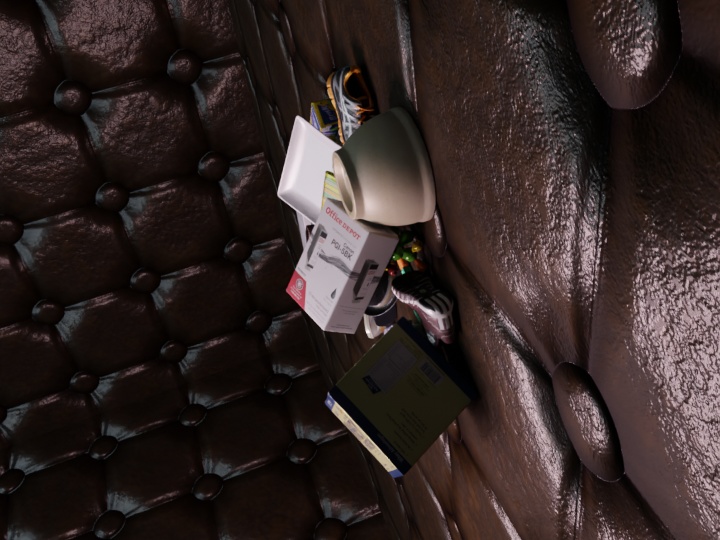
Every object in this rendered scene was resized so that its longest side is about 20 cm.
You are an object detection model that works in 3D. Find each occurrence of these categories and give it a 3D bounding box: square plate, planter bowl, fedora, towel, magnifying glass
[{"bbox_3d":[-0.077,-0.186,1.541,0.197,0.028,0.202,38,130,22],"label":"square plate"},{"bbox_3d":[0.030,-0.163,1.287,0.200,0.133,0.203,161,90,-80],"label":"planter bowl"},{"bbox_3d":[0.000,0.000,1.613,0.199,0.091,0.205,4,96,43],"label":"fedora"},{"bbox_3d":[-0.050,-0.099,1.531,0.086,0.018,0.203,33,130,32],"label":"towel"},{"bbox_3d":[0.098,0.014,1.534,0.080,0.022,0.203,102,150,-70],"label":"magnifying glass"}]

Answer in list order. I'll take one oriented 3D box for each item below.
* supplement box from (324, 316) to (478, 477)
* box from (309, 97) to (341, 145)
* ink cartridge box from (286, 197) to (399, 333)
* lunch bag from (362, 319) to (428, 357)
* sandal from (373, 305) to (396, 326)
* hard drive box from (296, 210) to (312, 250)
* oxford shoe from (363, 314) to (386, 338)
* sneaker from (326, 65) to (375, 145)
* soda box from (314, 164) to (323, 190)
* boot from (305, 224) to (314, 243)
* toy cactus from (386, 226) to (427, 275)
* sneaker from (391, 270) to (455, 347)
[{"bbox_3d":[0.070,0.236,1.387,0.200,0.200,0.134,45,165,9],"label":"supplement box"},{"bbox_3d":[-0.082,-0.335,1.791,0.200,0.063,0.071,114,137,-74],"label":"box"},{"bbox_3d":[-0.036,-0.010,1.371,0.147,0.082,0.202,40,112,42],"label":"ink cartridge box"},{"bbox_3d":[0.104,0.217,1.554,0.203,0.137,0.168,69,154,14],"label":"lunch bag"},{"bbox_3d":[0.052,0.067,1.742,0.201,0.075,0.043,68,177,-48],"label":"sandal"},{"bbox_3d":[-0.072,-0.123,1.839,0.202,0.154,0.077,82,164,-46],"label":"hard drive box"},{"bbox_3d":[0.035,0.071,1.884,0.075,0.057,0.203,53,-153,-62],"label":"oxford shoe"},{"bbox_3d":[-0.002,-0.293,1.423,0.077,0.078,0.203,-21,94,60],"label":"sneaker"},{"bbox_3d":[-0.071,-0.215,1.667,0.200,0.063,0.069,-129,22,-79],"label":"soda box"},{"bbox_3d":[-0.048,-0.068,1.769,0.201,0.164,0.073,87,162,-55],"label":"boot"},{"bbox_3d":[0.041,-0.014,1.440,0.103,0.164,0.200,53,180,-16],"label":"toy cactus"},{"bbox_3d":[0.119,0.081,1.393,0.200,0.075,0.117,-132,23,-65],"label":"sneaker"}]
